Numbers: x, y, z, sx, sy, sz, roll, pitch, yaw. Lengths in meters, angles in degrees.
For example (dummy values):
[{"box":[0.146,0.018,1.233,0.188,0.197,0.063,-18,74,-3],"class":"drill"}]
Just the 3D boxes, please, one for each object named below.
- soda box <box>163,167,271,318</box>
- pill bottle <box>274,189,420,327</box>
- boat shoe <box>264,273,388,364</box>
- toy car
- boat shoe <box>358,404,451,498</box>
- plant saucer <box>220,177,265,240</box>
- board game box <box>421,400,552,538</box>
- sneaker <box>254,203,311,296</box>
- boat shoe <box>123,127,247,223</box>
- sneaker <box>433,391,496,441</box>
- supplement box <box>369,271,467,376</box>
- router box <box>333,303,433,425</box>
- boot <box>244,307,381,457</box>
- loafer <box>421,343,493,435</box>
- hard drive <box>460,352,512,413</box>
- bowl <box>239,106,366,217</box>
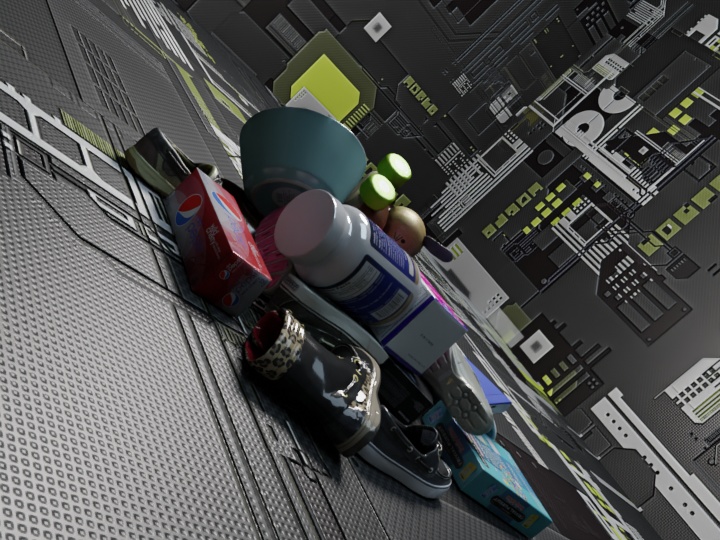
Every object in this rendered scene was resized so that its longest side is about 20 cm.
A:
[{"box":[-0.169,-0.037,0.931,0.070,0.063,0.200,40,11,-40],"class":"soda box"},{"box":[-0.015,-0.015,1.040,0.200,0.116,0.116,40,11,-46],"class":"pill bottle"},{"box":[-0.043,0.078,1.027,0.200,0.064,0.071,39,0,-36],"class":"boat shoe"},{"box":[0.050,-0.058,1.325,0.200,0.164,0.158,45,38,-8],"class":"toy car"},{"box":[0.063,0.209,0.945,0.200,0.066,0.070,40,12,-40],"class":"boat shoe"},{"box":[-0.166,-0.073,1.213,0.200,0.032,0.200,46,10,-10],"class":"plant saucer"},{"box":[0.191,0.302,1.213,0.200,0.047,0.151,41,11,-35],"class":"board game box"},{"box":[-0.096,-0.018,1.112,0.087,0.074,0.200,55,20,-33],"class":"sneaker"},{"box":[-0.210,-0.110,1.038,0.201,0.066,0.072,38,15,-41],"class":"boat shoe"},{"box":[0.170,0.217,1.388,0.200,0.080,0.131,51,11,16],"class":"sneaker"},{"box":[0.052,0.040,1.173,0.101,0.103,0.200,42,7,-43],"class":"supplement box"},{"box":[0.022,0.121,1.183,0.200,0.052,0.157,47,8,-1],"class":"router box"},{"box":[-0.052,0.100,0.877,0.151,0.073,0.200,44,15,-18],"class":"boot"},{"box":[0.131,0.155,1.182,0.200,0.070,0.070,63,8,28],"class":"loafer"},{"box":[0.146,0.156,1.304,0.200,0.025,0.132,45,18,29],"class":"hard drive"},{"box":[-0.098,-0.139,1.211,0.201,0.201,0.105,41,49,-38],"class":"bowl"}]
